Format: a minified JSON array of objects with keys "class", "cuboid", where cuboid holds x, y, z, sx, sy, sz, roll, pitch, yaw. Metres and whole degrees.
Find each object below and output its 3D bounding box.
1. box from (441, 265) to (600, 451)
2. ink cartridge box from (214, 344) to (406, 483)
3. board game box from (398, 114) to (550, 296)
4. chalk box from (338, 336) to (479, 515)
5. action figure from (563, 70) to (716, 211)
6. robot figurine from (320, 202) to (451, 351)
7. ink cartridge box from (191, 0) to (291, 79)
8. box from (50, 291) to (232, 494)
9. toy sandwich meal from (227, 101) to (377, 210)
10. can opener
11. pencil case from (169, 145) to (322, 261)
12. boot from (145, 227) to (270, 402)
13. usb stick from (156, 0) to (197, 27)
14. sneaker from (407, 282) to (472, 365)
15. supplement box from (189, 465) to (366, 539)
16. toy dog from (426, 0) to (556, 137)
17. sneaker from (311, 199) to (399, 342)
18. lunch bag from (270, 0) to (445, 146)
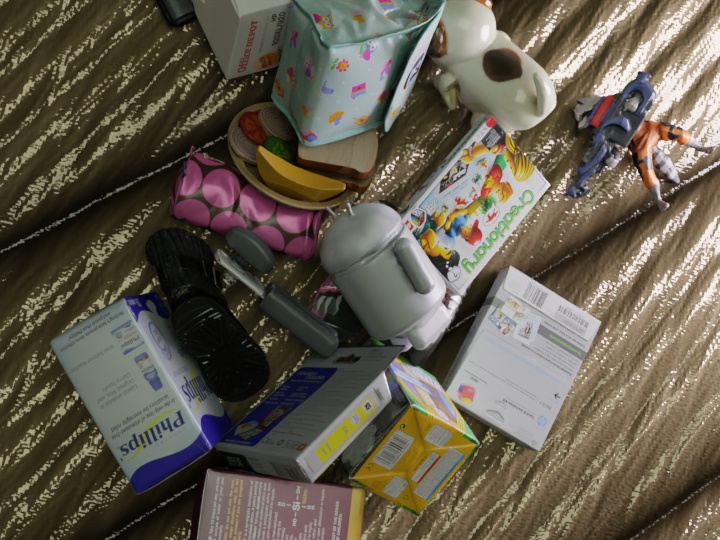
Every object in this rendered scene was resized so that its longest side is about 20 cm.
[{"class":"box","cuboid":[0.217,0.120,1.450,0.155,0.041,0.202,30,77,-7]},{"class":"ink cartridge box","cuboid":[-0.054,0.168,1.284,0.200,0.197,0.047,-39,108,-30]},{"class":"board game box","cuboid":[0.141,-0.084,1.368,0.126,0.035,0.200,45,74,-16]},{"class":"chalk box","cuboid":[0.036,0.181,1.334,0.123,0.200,0.125,33,103,-29]},{"class":"action figure","cuboid":[0.373,-0.170,1.510,0.193,0.105,0.201,40,102,3]},{"class":"robot figurine","cuboid":[0.026,0.003,1.287,0.113,0.169,0.201,-43,106,-31]},{"class":"ink cartridge box","cuboid":[-0.101,-0.362,1.359,0.198,0.147,0.146,-19,73,-21]},{"class":"box","cuboid":[-0.253,0.138,1.264,0.104,0.184,0.202,-30,90,1]},{"class":"toy sandwich meal","cuboid":[-0.071,-0.160,1.369,0.203,0.071,0.207,15,47,-17]},{"class":"can opener","cuboid":[-0.102,0.030,1.339,0.200,0.053,0.066,43,101,-12]},{"class":"pencil case","cuboid":[-0.144,-0.085,1.376,0.198,0.091,0.095,20,77,-11]},{"class":"boot","cuboid":[-0.191,0.054,1.346,0.079,0.212,0.158,-27,47,-4]},{"class":"usb stick","cuboid":[-0.273,-0.419,1.416,0.055,0.033,0.202,-27,89,-16]},{"class":"sneaker","cuboid":[0.078,0.026,1.409,0.115,0.076,0.201,31,54,2]},{"class":"supplement box","cuboid":[-0.105,0.305,1.314,0.197,0.131,0.105,9,80,-11]},{"class":"toy dog","cuboid":[0.159,-0.269,1.414,0.139,0.194,0.201,-40,99,-1]},{"class":"sneaker","cuboid":[0.000,0.000,1.403,0.080,0.086,0.202,29,100,-4]},{"class":"lunch bag","cuboid":[0.005,-0.262,1.326,0.198,0.171,0.123,-15,57,-29]}]
